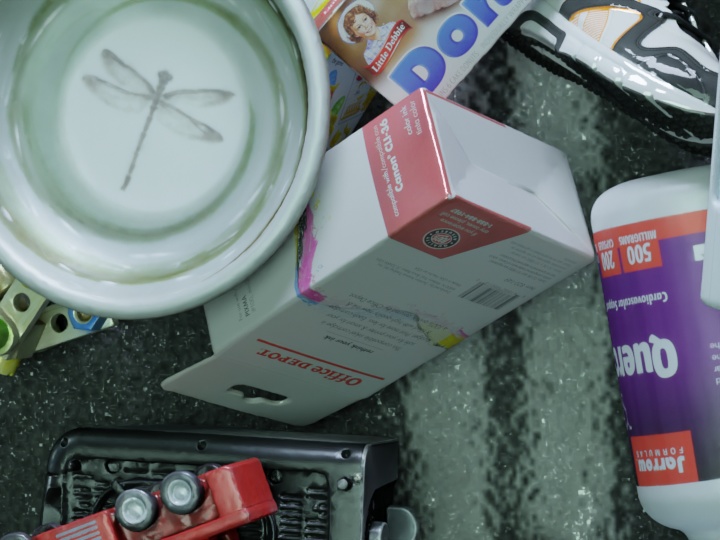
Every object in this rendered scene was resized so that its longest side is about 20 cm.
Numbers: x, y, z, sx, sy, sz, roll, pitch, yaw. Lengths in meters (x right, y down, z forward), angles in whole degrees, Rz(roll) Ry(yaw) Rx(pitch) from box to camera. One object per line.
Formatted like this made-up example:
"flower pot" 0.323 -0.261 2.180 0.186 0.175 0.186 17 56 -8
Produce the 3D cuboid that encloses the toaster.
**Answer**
"toaster" -0.075 0.171 1.248 0.200 0.119 0.181 2 89 16

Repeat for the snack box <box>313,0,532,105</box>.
"snack box" 0.067 -0.168 1.173 0.072 0.024 0.200 39 96 -18

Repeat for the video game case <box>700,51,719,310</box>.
"video game case" 0.249 -0.077 1.125 0.200 0.023 0.182 -4 104 -28

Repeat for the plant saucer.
"plant saucer" -0.104 -0.076 1.187 0.200 0.050 0.200 0 88 17

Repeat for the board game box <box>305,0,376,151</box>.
"board game box" -0.036 -0.137 1.248 0.103 0.105 0.200 34 98 14

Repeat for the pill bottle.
"pill bottle" 0.180 0.050 1.180 0.112 0.112 0.200 -10 86 16

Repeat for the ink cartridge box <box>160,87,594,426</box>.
"ink cartridge box" 0.000 0.000 1.209 0.200 0.116 0.068 -33 56 30

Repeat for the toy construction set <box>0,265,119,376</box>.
"toy construction set" -0.239 0.040 1.318 0.200 0.092 0.131 -41 79 1

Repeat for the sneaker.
"sneaker" 0.131 -0.121 1.183 0.080 0.074 0.200 -51 45 1

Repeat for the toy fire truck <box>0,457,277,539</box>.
"toy fire truck" -0.074 0.166 1.161 0.200 0.049 0.141 -21 84 15
